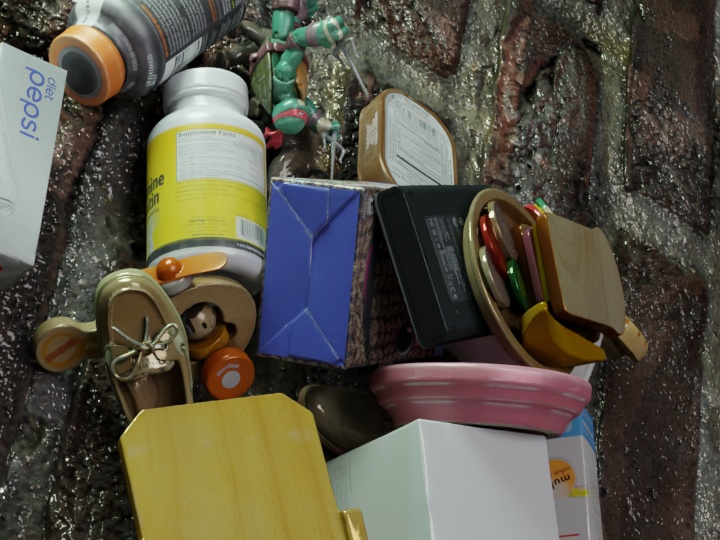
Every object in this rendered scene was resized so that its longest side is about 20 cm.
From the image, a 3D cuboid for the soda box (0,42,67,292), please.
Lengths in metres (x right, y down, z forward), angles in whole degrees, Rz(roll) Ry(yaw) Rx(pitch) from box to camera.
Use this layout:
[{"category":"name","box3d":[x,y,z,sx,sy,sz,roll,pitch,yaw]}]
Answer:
[{"category":"soda box","box3d":[-0.306,-0.089,1.439,0.068,0.063,0.202,23,56,-30]}]

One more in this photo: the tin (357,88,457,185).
[{"category":"tin","box3d":[0.050,-0.112,1.727,0.111,0.042,0.201,29,35,-21]}]

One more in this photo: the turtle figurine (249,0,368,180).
[{"category":"turtle figurine","box3d":[-0.056,-0.193,1.584,0.100,0.150,0.202,-1,60,-13]}]

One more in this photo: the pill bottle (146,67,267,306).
[{"category":"pill bottle","box3d":[-0.140,-0.078,1.540,0.111,0.112,0.202,15,60,-34]}]

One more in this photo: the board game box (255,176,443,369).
[{"category":"board game box","box3d":[0.000,0.000,1.547,0.200,0.096,0.161,-4,100,-62]}]

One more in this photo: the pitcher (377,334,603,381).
[{"category":"pitcher","box3d":[0.127,0.075,1.659,0.198,0.121,0.173,18,67,14]}]

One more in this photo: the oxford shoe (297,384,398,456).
[{"category":"oxford shoe","box3d":[0.032,0.147,1.601,0.199,0.074,0.071,22,56,-31]}]

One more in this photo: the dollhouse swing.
[{"category":"dollhouse swing","box3d":[-0.114,0.232,1.397,0.198,0.183,0.177,-6,47,-23]}]

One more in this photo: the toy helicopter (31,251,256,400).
[{"category":"toy helicopter","box3d":[-0.183,0.046,1.447,0.198,0.133,0.079,-7,33,-24]}]

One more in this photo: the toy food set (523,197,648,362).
[{"category":"toy food set","box3d":[0.224,0.008,1.779,0.199,0.048,0.200,53,6,-11]}]

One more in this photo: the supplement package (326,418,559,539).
[{"category":"supplement package","box3d":[0.055,0.238,1.489,0.150,0.199,0.153,11,63,-36]}]

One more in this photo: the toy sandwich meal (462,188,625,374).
[{"category":"toy sandwich meal","box3d":[0.169,0.008,1.532,0.205,0.070,0.207,40,37,-39]}]

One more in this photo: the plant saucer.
[{"category":"plant saucer","box3d":[0.106,0.120,1.508,0.199,0.200,0.051,12,77,-35]}]

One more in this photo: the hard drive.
[{"category":"hard drive","box3d":[0.089,-0.008,1.519,0.199,0.033,0.141,-6,76,-62]}]

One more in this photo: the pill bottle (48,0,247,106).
[{"category":"pill bottle","box3d":[-0.201,-0.228,1.566,0.107,0.106,0.200,52,47,-7]}]

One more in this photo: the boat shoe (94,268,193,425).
[{"category":"boat shoe","box3d":[-0.170,0.096,1.407,0.073,0.063,0.202,-19,112,-6]}]

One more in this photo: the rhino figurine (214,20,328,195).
[{"category":"rhino figurine","box3d":[-0.081,-0.150,1.662,0.087,0.060,0.202,-2,73,-40]}]

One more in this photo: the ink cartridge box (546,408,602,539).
[{"category":"ink cartridge box","box3d":[0.173,0.236,1.639,0.068,0.114,0.202,50,34,-59]}]
